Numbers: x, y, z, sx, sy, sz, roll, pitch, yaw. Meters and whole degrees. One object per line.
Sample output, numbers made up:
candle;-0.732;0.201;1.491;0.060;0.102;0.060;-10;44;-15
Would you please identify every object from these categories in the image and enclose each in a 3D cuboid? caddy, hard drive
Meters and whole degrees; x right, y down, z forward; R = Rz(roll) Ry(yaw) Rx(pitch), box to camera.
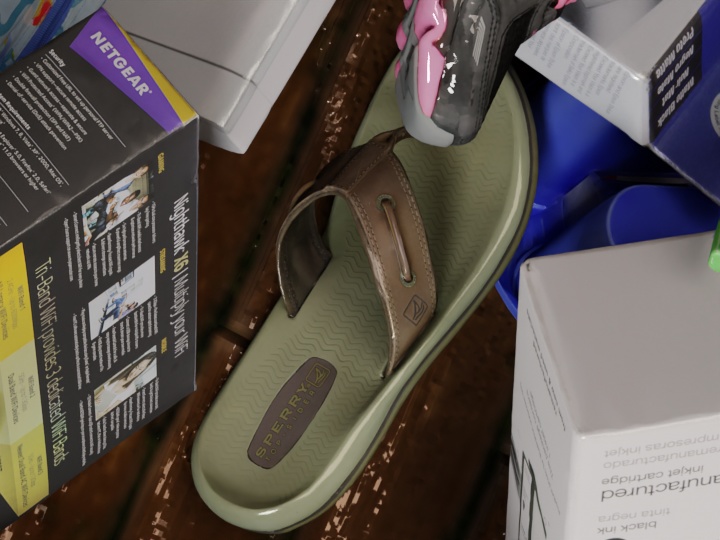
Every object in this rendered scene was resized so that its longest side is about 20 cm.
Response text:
caddy;0.144;-0.026;1.107;0.199;0.105;0.142;0;68;-18
hard drive;-0.043;-0.148;1.019;0.201;0.131;0.027;-60;144;-13

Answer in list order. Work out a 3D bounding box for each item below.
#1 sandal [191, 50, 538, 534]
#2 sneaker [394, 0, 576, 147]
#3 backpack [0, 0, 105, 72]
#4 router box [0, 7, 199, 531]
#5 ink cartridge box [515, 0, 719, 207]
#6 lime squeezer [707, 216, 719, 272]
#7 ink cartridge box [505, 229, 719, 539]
sandal;0.000;0.001;1.051;0.202;0.079;0.057;-62;147;-11
sneaker;0.077;-0.127;0.982;0.095;0.079;0.201;24;79;-6
backpack;-0.173;-0.093;0.951;0.154;0.163;0.201;35;77;-41
router box;-0.128;0.023;0.941;0.157;0.200;0.052;-35;70;-20
ink cartridge box;0.114;-0.147;1.066;0.200;0.041;0.200;36;61;6
lime squeezer;0.173;-0.052;1.019;0.199;0.038;0.071;-22;69;-33
ink cartridge box;0.131;0.080;1.033;0.145;0.201;0.085;-10;49;-7
